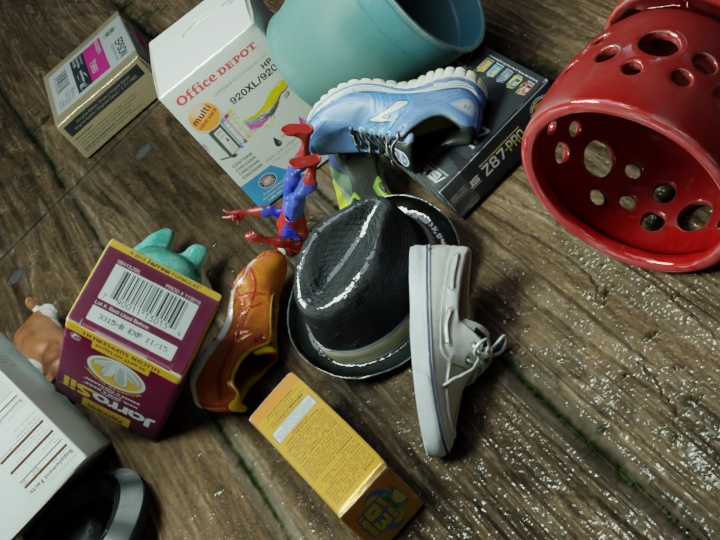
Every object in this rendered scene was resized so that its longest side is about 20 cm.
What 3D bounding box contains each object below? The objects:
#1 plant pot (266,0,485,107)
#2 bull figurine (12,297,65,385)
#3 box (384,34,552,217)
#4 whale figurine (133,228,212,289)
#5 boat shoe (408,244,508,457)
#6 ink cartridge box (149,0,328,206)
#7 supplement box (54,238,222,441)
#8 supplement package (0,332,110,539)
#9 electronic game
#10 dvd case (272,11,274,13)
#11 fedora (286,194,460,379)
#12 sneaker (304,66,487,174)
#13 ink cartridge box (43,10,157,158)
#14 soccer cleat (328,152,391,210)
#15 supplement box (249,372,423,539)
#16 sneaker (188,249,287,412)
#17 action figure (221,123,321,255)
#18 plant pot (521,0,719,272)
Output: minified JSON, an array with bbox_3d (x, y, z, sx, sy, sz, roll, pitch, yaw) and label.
[{"bbox_3d":[0.003,-0.275,1.566,0.187,0.199,0.202,-34,33,33],"label":"plant pot"},{"bbox_3d":[-0.390,0.107,1.736,0.122,0.065,0.199,-54,33,-8],"label":"bull figurine"},{"bbox_3d":[0.109,-0.159,1.522,0.161,0.049,0.200,-46,33,1],"label":"box"},{"bbox_3d":[-0.247,0.011,1.655,0.158,0.104,0.201,-36,34,11],"label":"whale figurine"},{"bbox_3d":[0.090,0.068,1.279,0.085,0.075,0.204,-5,58,8],"label":"boat shoe"},{"bbox_3d":[-0.132,-0.212,1.691,0.147,0.200,0.145,-36,34,11],"label":"ink cartridge box"},{"bbox_3d":[-0.233,0.076,1.468,0.104,0.130,0.200,-65,2,-29],"label":"supplement box"},{"bbox_3d":[-0.390,0.169,1.488,0.147,0.200,0.191,-45,0,-4],"label":"supplement package"},{"bbox_3d":[-0.292,0.287,1.459,0.199,0.042,0.201,-34,28,21],"label":"electronic game"},{"bbox_3d":[-0.158,-0.259,1.930,0.145,0.022,0.201,-34,34,14],"label":"dvd case"},{"bbox_3d":[0.000,0.000,1.380,0.198,0.092,0.203,-11,60,21],"label":"fedora"},{"bbox_3d":[0.031,-0.146,1.459,0.197,0.079,0.090,-10,53,20],"label":"sneaker"},{"bbox_3d":[-0.386,-0.282,2.143,0.164,0.075,0.200,-41,33,6],"label":"ink cartridge box"},{"bbox_3d":[0.005,-0.066,1.525,0.064,0.084,0.202,-9,58,-1],"label":"soccer cleat"},{"bbox_3d":[-0.025,0.170,1.290,0.069,0.067,0.200,-47,33,-6],"label":"supplement box"},{"bbox_3d":[-0.111,0.067,1.505,0.076,0.073,0.202,7,58,21],"label":"sneaker"},{"bbox_3d":[-0.096,-0.071,1.520,0.097,0.201,0.066,-8,59,-9],"label":"action figure"},{"bbox_3d":[0.260,-0.130,1.204,0.199,0.201,0.183,3,51,47],"label":"plant pot"}]
